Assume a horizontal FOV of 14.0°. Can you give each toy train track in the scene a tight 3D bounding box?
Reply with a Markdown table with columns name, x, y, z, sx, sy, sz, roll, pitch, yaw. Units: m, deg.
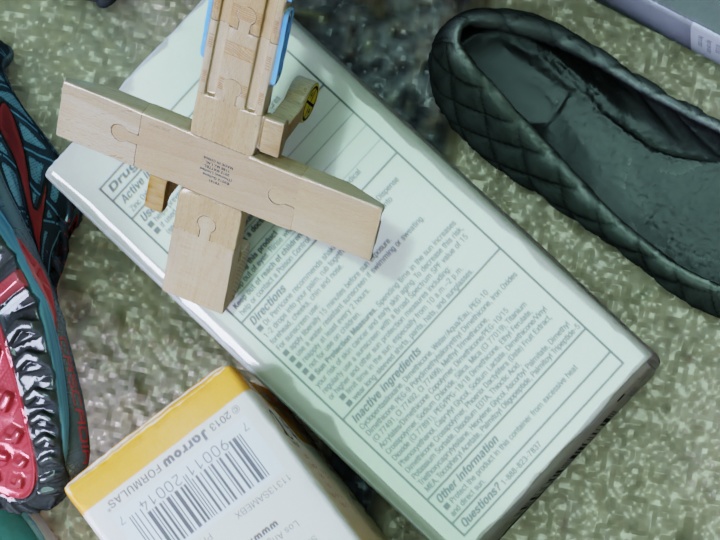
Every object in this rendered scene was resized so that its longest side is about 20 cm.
| name | x | y | z | sx | sy | sz | roll | pitch | yaw |
| --- | --- | --- | --- | --- | --- | --- | --- | --- | --- |
| toy train track | -0.034 | -0.073 | 0.938 | 0.114 | 0.033 | 0.200 | 22 | 131 | 10 |

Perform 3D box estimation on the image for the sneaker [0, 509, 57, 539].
| name | x | y | z | sx | sy | sz | roll | pitch | yaw |
| --- | --- | --- | --- | --- | --- | --- | --- | --- | --- |
| sneaker | -0.176 | 0.079 | 1.049 | 0.071 | 0.080 | 0.200 | -41 | 82 | 6 |

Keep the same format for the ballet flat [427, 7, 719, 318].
| name | x | y | z | sx | sy | sz | roll | pitch | yaw |
| --- | --- | --- | --- | --- | --- | --- | --- | --- | --- |
| ballet flat | 0.110 | -0.030 | 1.040 | 0.200 | 0.057 | 0.067 | 28 | 89 | 9 |

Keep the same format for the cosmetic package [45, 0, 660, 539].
| name | x | y | z | sx | sy | sz | roll | pitch | yaw |
| --- | --- | --- | --- | --- | --- | --- | --- | --- | --- |
| cosmetic package | 0.000 | 0.000 | 1.035 | 0.200 | 0.087 | 0.103 | 44 | 93 | 8 |

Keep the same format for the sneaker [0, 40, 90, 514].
| name | x | y | z | sx | sy | sz | roll | pitch | yaw |
| --- | --- | --- | --- | --- | --- | --- | --- | --- | --- |
| sneaker | -0.126 | -0.010 | 1.044 | 0.079 | 0.095 | 0.200 | -33 | 69 | 35 |

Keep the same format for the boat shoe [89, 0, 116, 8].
| name | x | y | z | sx | sy | sz | roll | pitch | yaw |
| --- | --- | --- | --- | --- | --- | --- | --- | --- | --- |
| boat shoe | -0.173 | -0.149 | 1.079 | 0.199 | 0.072 | 0.068 | 15 | 82 | 7 |

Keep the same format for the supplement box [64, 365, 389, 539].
| name | x | y | z | sx | sy | sz | roll | pitch | yaw |
| --- | --- | --- | --- | --- | --- | --- | --- | --- | --- |
| supplement box | -0.005 | 0.135 | 1.003 | 0.073 | 0.126 | 0.200 | -37 | 82 | 0 |

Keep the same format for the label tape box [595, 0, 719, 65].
| name | x | y | z | sx | sy | sz | roll | pitch | yaw |
| --- | --- | --- | --- | --- | --- | --- | --- | --- | --- |
| label tape box | 0.191 | -0.124 | 1.036 | 0.200 | 0.066 | 0.144 | 28 | 89 | 9 |
